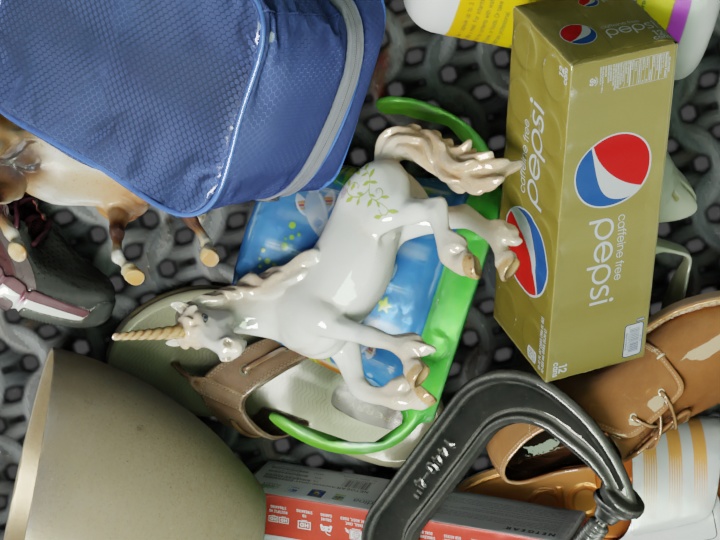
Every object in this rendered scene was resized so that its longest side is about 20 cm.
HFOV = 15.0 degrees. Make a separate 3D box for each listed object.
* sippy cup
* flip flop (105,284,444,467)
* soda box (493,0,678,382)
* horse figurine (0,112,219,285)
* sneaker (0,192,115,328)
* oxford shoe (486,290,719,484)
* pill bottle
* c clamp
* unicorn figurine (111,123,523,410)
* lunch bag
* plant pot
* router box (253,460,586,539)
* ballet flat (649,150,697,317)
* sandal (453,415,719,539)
[{"bbox_3d":[0.000,0.000,1.512,0.130,0.178,0.140,19,137,3],"label":"sippy cup"},{"bbox_3d":[-0.047,0.068,1.563,0.199,0.058,0.081,20,107,-6],"label":"flip flop"},{"bbox_3d":[0.116,-0.045,1.434,0.064,0.068,0.201,-13,128,-21],"label":"soda box"},{"bbox_3d":[-0.161,-0.045,1.454,0.199,0.133,0.050,11,119,-23],"label":"horse figurine"},{"bbox_3d":[-0.207,-0.055,1.508,0.199,0.076,0.116,28,103,-11],"label":"sneaker"},{"bbox_3d":[0.163,0.072,1.514,0.199,0.071,0.071,-24,124,13],"label":"oxford shoe"},{"bbox_3d":[0.090,-0.170,1.462,0.199,0.104,0.105,10,109,-7],"label":"pill bottle"},{"bbox_3d":[0.088,0.157,1.509,0.171,0.027,0.200,35,118,12],"label":"c clamp"},{"bbox_3d":[-0.008,0.009,1.422,0.137,0.074,0.200,31,72,24],"label":"unicorn figurine"},{"bbox_3d":[-0.094,-0.122,1.439,0.200,0.132,0.136,32,113,28],"label":"lunch bag"},{"bbox_3d":[-0.127,0.154,1.519,0.134,0.200,0.201,11,109,-10],"label":"plant pot"},{"bbox_3d":[0.028,0.215,1.590,0.199,0.049,0.180,7,110,18],"label":"router box"},{"bbox_3d":[0.154,-0.022,1.543,0.067,0.068,0.201,-3,120,-6],"label":"ballet flat"},{"bbox_3d":[0.149,0.126,1.574,0.206,0.079,0.059,-10,151,4],"label":"sandal"}]
